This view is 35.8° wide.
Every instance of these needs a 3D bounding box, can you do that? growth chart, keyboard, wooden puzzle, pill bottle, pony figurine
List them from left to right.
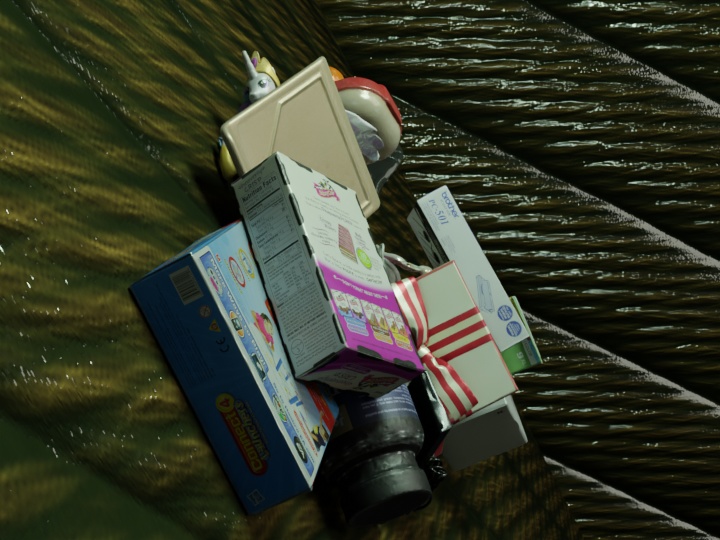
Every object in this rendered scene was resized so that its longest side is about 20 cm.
[{"bbox_3d":[-0.086,-0.137,1.292,0.193,0.166,0.201,42,38,-39],"label":"pony figurine"},{"bbox_3d":[-0.064,-0.109,1.201,0.200,0.037,0.186,-46,122,-44],"label":"wooden puzzle"},{"bbox_3d":[-0.004,0.137,1.073,0.201,0.111,0.112,69,10,26],"label":"pill bottle"},{"bbox_3d":[0.025,-0.019,1.556,0.145,0.198,0.018,18,90,-69],"label":"growth chart"},{"bbox_3d":[0.056,0.194,1.135,0.201,0.039,0.105,115,-35,-48],"label":"keyboard"}]

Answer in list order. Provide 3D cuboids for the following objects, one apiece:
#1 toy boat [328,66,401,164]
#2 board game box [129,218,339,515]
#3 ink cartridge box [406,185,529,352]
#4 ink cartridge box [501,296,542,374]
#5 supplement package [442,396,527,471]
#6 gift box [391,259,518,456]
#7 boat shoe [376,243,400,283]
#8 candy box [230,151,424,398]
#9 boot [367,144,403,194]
[{"bbox_3d":[-0.047,-0.206,1.434,0.131,0.198,0.132,53,30,-51],"label":"toy boat"},{"bbox_3d":[-0.094,0.069,0.917,0.201,0.056,0.196,64,9,-6],"label":"board game box"},{"bbox_3d":[0.125,0.005,1.324,0.201,0.044,0.094,61,-9,6],"label":"ink cartridge box"},{"bbox_3d":[0.220,0.096,1.632,0.200,0.059,0.105,10,57,-82],"label":"ink cartridge box"},{"bbox_3d":[0.145,0.162,1.607,0.122,0.119,0.201,58,12,-48],"label":"supplement package"},{"bbox_3d":[0.056,0.115,1.274,0.185,0.199,0.187,58,-7,5],"label":"gift box"},{"bbox_3d":[-0.001,-0.005,1.324,0.201,0.086,0.075,19,66,-47],"label":"boat shoe"},{"bbox_3d":[-0.030,0.006,1.000,0.136,0.061,0.201,23,41,-55],"label":"candy box"},{"bbox_3d":[-0.030,-0.087,1.540,0.073,0.154,0.204,41,52,1],"label":"boot"}]
